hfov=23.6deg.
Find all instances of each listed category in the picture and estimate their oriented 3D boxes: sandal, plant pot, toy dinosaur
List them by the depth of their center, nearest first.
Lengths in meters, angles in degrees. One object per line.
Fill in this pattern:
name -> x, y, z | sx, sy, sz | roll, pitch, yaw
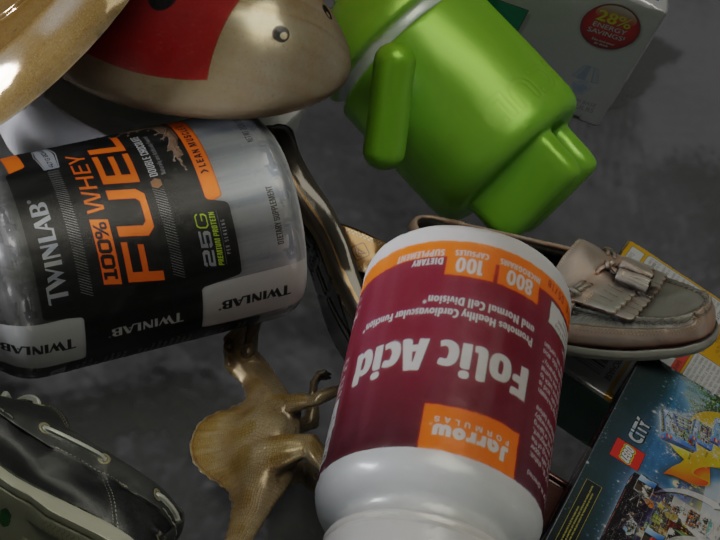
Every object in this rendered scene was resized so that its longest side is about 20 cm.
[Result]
toy dinosaur -> -0.046, 0.107, 0.957 | 0.101, 0.058, 0.200 | 2, 43, 0
plant pot -> -0.181, -0.156, 0.961 | 0.027, 0.200, 0.200 | 43, 40, -30
sandal -> 0.000, 0.000, 1.001 | 0.055, 0.082, 0.200 | -24, 79, -12

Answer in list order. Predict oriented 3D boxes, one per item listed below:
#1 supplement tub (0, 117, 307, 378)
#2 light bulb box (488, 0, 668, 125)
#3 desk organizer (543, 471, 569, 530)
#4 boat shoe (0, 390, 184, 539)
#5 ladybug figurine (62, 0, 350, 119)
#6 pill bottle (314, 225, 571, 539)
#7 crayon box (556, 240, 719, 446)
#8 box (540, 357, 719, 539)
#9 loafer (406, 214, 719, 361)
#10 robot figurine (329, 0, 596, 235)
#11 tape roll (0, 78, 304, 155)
supplement tub -> -0.140, -0.012, 0.951 | 0.200, 0.123, 0.123 | -15, 58, -18
light bulb box -> 0.111, -0.237, 1.237 | 0.198, 0.125, 0.200 | 18, 49, -7
desk organizer -> 0.110, 0.174, 0.939 | 0.200, 0.072, 0.077 | 31, 51, 6
boat shoe -> -0.184, 0.097, 0.895 | 0.200, 0.072, 0.068 | 33, 42, 2
ladybug figurine -> -0.098, -0.142, 0.980 | 0.200, 0.072, 0.136 | 14, 32, 28
pill bottle -> 0.040, 0.086, 0.862 | 0.114, 0.114, 0.200 | 18, 52, -6
crayon box -> 0.215, 0.085, 1.063 | 0.200, 0.052, 0.126 | 34, 49, 9
box -> 0.176, 0.137, 0.917 | 0.136, 0.038, 0.200 | 32, 35, 7
loafer -> 0.112, 0.008, 1.017 | 0.200, 0.063, 0.072 | 7, 27, 30
robot figurine -> 0.055, -0.113, 1.090 | 0.200, 0.116, 0.175 | 47, 24, 7
tape roll -> -0.133, -0.127, 1.093 | 0.202, 0.071, 0.203 | 10, 50, -13
